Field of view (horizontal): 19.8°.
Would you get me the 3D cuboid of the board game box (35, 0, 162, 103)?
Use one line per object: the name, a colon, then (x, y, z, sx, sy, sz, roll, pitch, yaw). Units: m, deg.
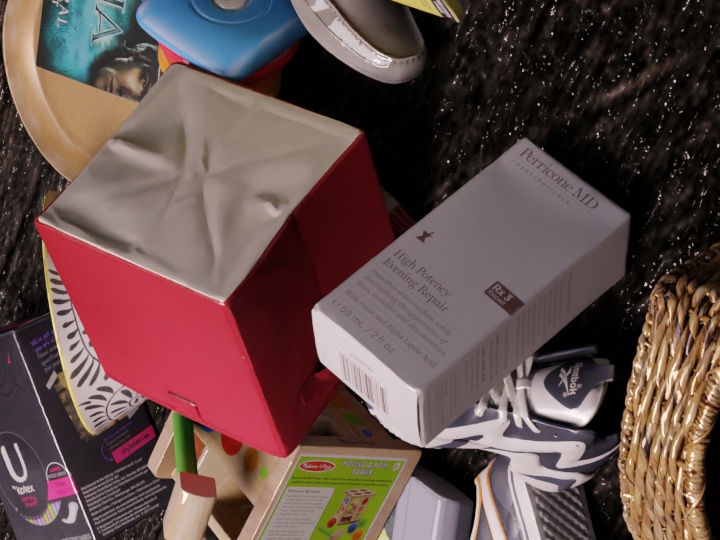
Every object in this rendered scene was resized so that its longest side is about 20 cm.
board game box: (-0.187, -0.239, 1.595, 0.135, 0.028, 0.201, 21, 112, 33)

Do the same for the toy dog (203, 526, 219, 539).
toy dog: (-0.110, 0.308, 1.744, 0.200, 0.132, 0.096, 47, 158, 6)

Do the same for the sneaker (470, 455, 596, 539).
sneaker: (0.132, 0.226, 1.475, 0.079, 0.078, 0.201, -28, 67, 50)

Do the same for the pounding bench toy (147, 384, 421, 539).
pounding bench toy: (-0.091, 0.135, 1.540, 0.156, 0.199, 0.125, 45, 118, 40)

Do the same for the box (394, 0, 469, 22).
box: (-0.013, -0.234, 1.383, 0.199, 0.050, 0.076, 20, 81, 20)

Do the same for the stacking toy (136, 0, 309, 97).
stacking toy: (-0.104, -0.132, 1.556, 0.110, 0.116, 0.201, 35, 144, 22)

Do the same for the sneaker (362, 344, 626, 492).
sneaker: (0.106, 0.079, 1.381, 0.199, 0.080, 0.129, 30, 141, -21)

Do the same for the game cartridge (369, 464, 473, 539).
game cartridge: (0.003, 0.208, 1.601, 0.199, 0.041, 0.134, 8, 87, 48)

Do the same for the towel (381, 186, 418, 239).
towel: (0.000, 0.000, 1.555, 0.200, 0.023, 0.144, 47, 134, 19)

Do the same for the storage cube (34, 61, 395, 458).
storage cube: (-0.095, -0.009, 1.450, 0.199, 0.171, 0.180, 23, 150, 28)

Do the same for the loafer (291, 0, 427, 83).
loafer: (-0.020, -0.216, 1.440, 0.200, 0.070, 0.070, 50, 144, 17)

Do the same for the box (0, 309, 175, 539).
box: (-0.264, 0.138, 1.818, 0.122, 0.106, 0.201, -18, 95, 47)

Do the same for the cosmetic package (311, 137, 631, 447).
cosmetic package: (0.075, 0.012, 1.346, 0.102, 0.200, 0.074, 38, 155, 26)

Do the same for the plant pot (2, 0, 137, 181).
plant pot: (-0.222, -0.162, 1.697, 0.199, 0.027, 0.201, 22, 123, 37)

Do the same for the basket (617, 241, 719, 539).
basket: (0.254, 0.098, 1.258, 0.149, 0.142, 0.201, 24, 124, 37)

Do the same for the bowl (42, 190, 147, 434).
bowl: (-0.191, 0.025, 1.679, 0.201, 0.094, 0.202, -11, -90, -89)
